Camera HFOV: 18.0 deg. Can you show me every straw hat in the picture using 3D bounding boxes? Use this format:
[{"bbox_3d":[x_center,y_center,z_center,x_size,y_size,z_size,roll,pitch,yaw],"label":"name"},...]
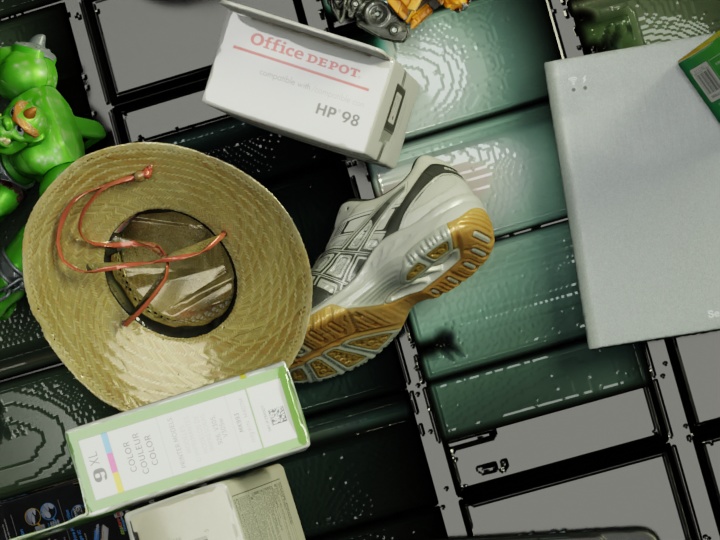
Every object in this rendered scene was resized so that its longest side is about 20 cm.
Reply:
[{"bbox_3d":[-0.126,-0.004,1.550,0.200,0.085,0.202,1,105,3],"label":"straw hat"}]

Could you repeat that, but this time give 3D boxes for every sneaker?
[{"bbox_3d":[0.000,0.000,1.571,0.200,0.076,0.088,-35,55,14],"label":"sneaker"}]

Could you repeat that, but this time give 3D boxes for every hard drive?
[{"bbox_3d":[0.209,-0.054,1.554,0.139,0.033,0.201,-9,87,7],"label":"hard drive"}]

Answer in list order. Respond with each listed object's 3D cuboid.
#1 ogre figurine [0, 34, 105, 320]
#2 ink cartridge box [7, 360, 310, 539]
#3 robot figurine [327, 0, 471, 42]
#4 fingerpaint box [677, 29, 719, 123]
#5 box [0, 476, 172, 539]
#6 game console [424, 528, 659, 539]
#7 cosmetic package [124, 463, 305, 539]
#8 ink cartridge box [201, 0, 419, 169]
[{"bbox_3d":[-0.248,-0.081,1.590,0.120,0.098,0.201,-28,53,18],"label":"ogre figurine"},{"bbox_3d":[-0.134,0.117,1.459,0.199,0.104,0.060,-18,86,-5],"label":"ink cartridge box"},{"bbox_3d":[0.010,-0.255,1.576,0.145,0.058,0.200,-40,83,5],"label":"robot figurine"},{"bbox_3d":[0.310,-0.166,1.443,0.167,0.200,0.073,-36,91,-9],"label":"fingerpaint box"},{"bbox_3d":[-0.199,0.245,1.524,0.198,0.050,0.201,-16,88,-31],"label":"box"},{"bbox_3d":[0.107,0.265,1.513,0.199,0.119,0.173,-4,88,7],"label":"game console"},{"bbox_3d":[-0.087,0.190,1.501,0.071,0.200,0.106,-18,84,7],"label":"cosmetic package"},{"bbox_3d":[-0.033,-0.120,1.505,0.115,0.200,0.067,18,91,8],"label":"ink cartridge box"}]
